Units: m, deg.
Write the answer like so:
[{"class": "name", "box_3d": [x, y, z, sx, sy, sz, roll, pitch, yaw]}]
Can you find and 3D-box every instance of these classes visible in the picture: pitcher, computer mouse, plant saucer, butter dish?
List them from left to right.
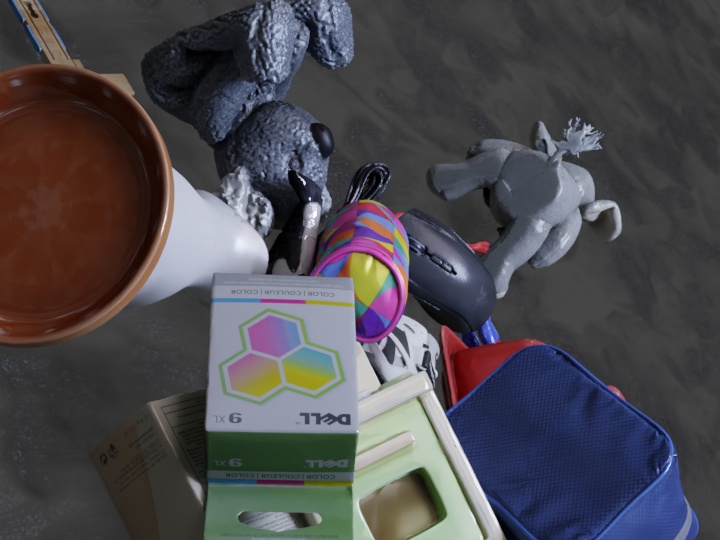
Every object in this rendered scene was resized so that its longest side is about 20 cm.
[{"class": "plant saucer", "box_3d": [-0.224, -0.044, 1.048, 0.201, 0.200, 0.032, 62, 3, 17]}, {"class": "pitcher", "box_3d": [-0.184, -0.045, 1.173, 0.172, 0.121, 0.200, 44, 16, 25]}, {"class": "computer mouse", "box_3d": [0.043, 0.009, 1.403, 0.200, 0.046, 0.141, 45, 72, -21]}, {"class": "butter dish", "box_3d": [0.171, 0.147, 1.357, 0.200, 0.147, 0.200, 47, 26, -44]}]

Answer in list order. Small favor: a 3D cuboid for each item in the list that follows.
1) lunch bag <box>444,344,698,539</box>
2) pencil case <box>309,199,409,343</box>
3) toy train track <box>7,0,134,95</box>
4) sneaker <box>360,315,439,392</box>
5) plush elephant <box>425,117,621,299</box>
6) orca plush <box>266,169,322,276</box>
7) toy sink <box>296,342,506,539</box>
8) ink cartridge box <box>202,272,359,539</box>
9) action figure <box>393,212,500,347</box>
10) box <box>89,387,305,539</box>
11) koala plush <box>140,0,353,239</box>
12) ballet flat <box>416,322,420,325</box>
[{"class": "lunch bag", "box_3d": [0.155, 0.165, 1.179, 0.200, 0.136, 0.133, 42, -15, 43]}, {"class": "pencil case", "box_3d": [0.000, 0.000, 1.255, 0.088, 0.088, 0.200, 48, 9, -6]}, {"class": "toy train track", "box_3d": [-0.265, -0.177, 1.271, 0.114, 0.033, 0.201, -8, 59, -47]}, {"class": "sneaker", "box_3d": [0.036, 0.085, 1.279, 0.088, 0.074, 0.200, -10, 42, -19]}, {"class": "plush elephant", "box_3d": [0.194, -0.076, 1.647, 0.165, 0.200, 0.155, 57, 13, 23]}, {"class": "orca plush", "box_3d": [-0.078, 0.012, 1.264, 0.071, 0.105, 0.201, 8, 78, 0]}, {"class": "toy sink", "box_3d": [-0.001, 0.149, 1.129, 0.130, 0.112, 0.201, -23, 83, -23]}, {"class": "ink cartridge box", "box_3d": [-0.055, 0.092, 1.040, 0.103, 0.060, 0.201, 2, 45, -4]}, {"class": "action figure", "box_3d": [0.107, 0.013, 1.511, 0.200, 0.065, 0.099, 51, 50, -2]}, {"class": "box", "box_3d": [-0.097, 0.189, 1.065, 0.095, 0.078, 0.201, -7, 63, -54]}, {"class": "koala plush", "box_3d": [-0.090, -0.126, 1.350, 0.177, 0.183, 0.201, -31, 104, -63]}, {"class": "ballet flat", "box_3d": [0.050, 0.137, 1.327, 0.066, 0.057, 0.201, 14, 49, -46]}]
